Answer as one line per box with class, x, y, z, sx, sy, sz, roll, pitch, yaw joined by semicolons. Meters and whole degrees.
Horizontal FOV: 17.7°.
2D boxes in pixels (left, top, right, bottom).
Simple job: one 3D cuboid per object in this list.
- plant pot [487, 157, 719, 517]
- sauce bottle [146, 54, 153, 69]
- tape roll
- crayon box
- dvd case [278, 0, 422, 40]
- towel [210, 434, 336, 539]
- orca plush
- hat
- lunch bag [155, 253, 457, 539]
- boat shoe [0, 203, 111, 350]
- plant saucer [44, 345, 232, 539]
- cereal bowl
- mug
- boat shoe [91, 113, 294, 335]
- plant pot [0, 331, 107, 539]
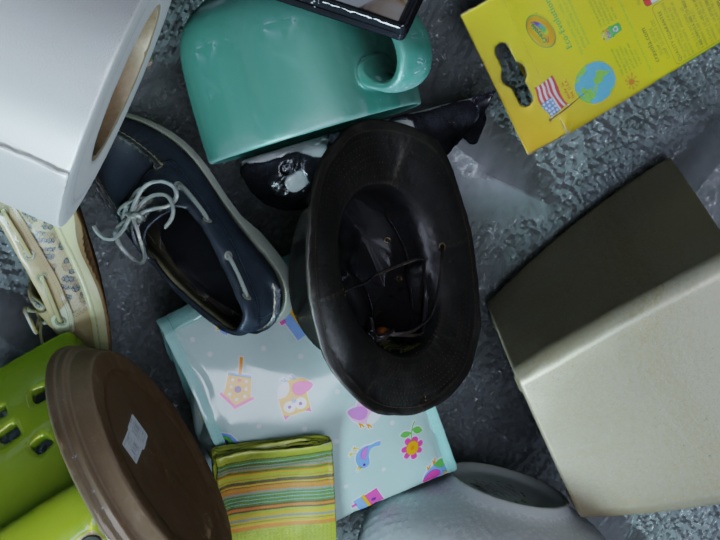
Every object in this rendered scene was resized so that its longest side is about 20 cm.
plant pot;0.205;0.067;1.715;0.176;0.200;0.201;-24;114;3
sauce bottle;-0.239;-0.119;1.576;0.199;0.065;0.065;-30;114;-4
tape roll;-0.209;-0.145;1.447;0.139;0.203;0.203;23;101;-2
crayon box;0.174;-0.190;1.685;0.199;0.051;0.127;-30;114;-6
dvd case;-0.006;-0.244;1.525;0.142;0.200;0.018;19;143;7
towel;-0.057;0.206;1.658;0.086;0.018;0.201;-6;121;-5
orca plush;0.013;-0.068;1.648;0.199;0.105;0.071;-17;91;-39
hat;0.000;0.000;1.569;0.200;0.081;0.202;5;83;-48
lunch bag;-0.044;0.078;1.672;0.170;0.122;0.201;-25;119;-7
boat shoe;-0.217;-0.009;1.606;0.062;0.073;0.201;-16;125;-5
plant saucer;-0.141;0.134;1.533;0.029;0.200;0.200;-30;115;13
cereal bowl;0.100;0.198;1.713;0.199;0.200;0.084;12;102;-20
mug;-0.032;-0.152;1.569;0.184;0.152;0.115;-16;91;17
boat shoe;-0.131;-0.031;1.586;0.200;0.062;0.075;49;123;12
plant pot;-0.216;0.199;1.595;0.200;0.182;0.199;-32;126;5
